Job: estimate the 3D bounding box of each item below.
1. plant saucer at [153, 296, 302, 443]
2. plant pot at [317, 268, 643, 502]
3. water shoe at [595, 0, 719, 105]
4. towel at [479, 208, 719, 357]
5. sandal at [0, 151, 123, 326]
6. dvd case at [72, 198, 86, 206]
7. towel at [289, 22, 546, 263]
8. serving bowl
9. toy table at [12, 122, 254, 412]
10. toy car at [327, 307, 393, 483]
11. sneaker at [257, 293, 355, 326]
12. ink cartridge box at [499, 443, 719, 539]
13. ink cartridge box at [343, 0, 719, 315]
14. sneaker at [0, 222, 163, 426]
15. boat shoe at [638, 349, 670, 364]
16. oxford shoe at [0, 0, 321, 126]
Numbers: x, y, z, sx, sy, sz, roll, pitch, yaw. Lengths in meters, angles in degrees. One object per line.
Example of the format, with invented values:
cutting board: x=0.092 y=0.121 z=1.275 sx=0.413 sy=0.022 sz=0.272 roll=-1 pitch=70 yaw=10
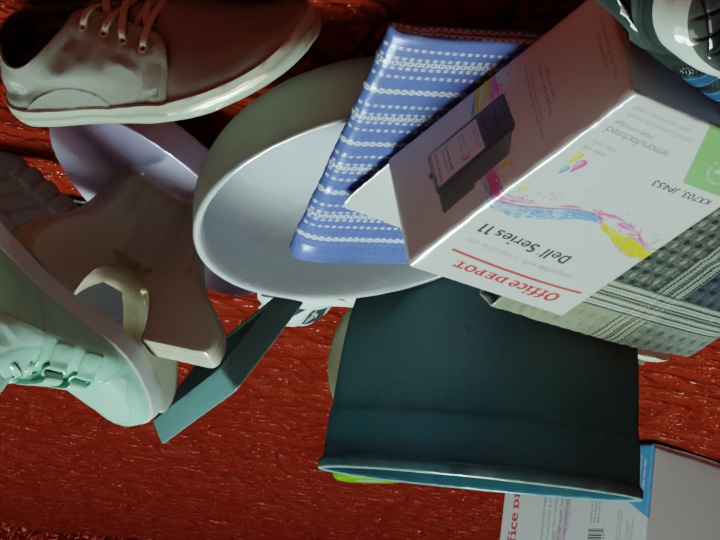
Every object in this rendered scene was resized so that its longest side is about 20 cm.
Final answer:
plant saucer: x=-0.088 y=0.062 z=1.383 sx=0.019 sy=0.070 sz=0.200 roll=39 pitch=159 yaw=-6
plant pot: x=0.082 y=0.038 z=1.358 sx=0.198 sy=0.190 sz=0.200 roll=6 pitch=172 yaw=1
water shoe: x=0.167 y=-0.113 z=0.998 sx=0.079 sy=0.072 sz=0.200 roll=32 pitch=-177 yaw=32
towel: x=0.190 y=-0.023 z=1.231 sx=0.199 sy=0.035 sz=0.192 roll=15 pitch=138 yaw=-44
sandal: x=-0.194 y=0.005 z=1.461 sx=0.082 sy=0.203 sz=0.050 roll=-27 pitch=160 yaw=-27
dvd case: x=-0.196 y=-0.026 z=1.647 sx=0.198 sy=0.016 sz=0.149 roll=9 pitch=167 yaw=-6
towel: x=0.052 y=-0.063 z=1.143 sx=0.143 sy=0.024 sz=0.200 roll=0 pitch=147 yaw=-19
serving bowl: x=0.002 y=-0.059 z=1.215 sx=0.198 sy=0.066 sz=0.201 roll=-9 pitch=152 yaw=-5
toy table: x=-0.138 y=-0.007 z=1.354 sx=0.183 sy=0.118 sz=0.200 roll=3 pitch=148 yaw=41
toy car: x=0.091 y=0.072 z=1.599 sx=0.199 sy=0.166 sz=0.157 roll=8 pitch=169 yaw=-33
sneaker: x=0.000 y=0.000 z=1.500 sx=0.128 sy=0.080 sz=0.199 roll=14 pitch=158 yaw=10
ink cartridge box: x=0.267 y=0.267 z=2.346 sx=0.199 sy=0.148 sz=0.145 roll=-5 pitch=163 yaw=45
ink cartridge box: x=0.096 y=-0.044 z=1.098 sx=0.116 sy=0.068 sz=0.200 roll=17 pitch=139 yaw=-38
sneaker: x=-0.202 y=0.062 z=1.267 sx=0.073 sy=0.119 sz=0.200 roll=-1 pitch=145 yaw=43
boat shoe: x=0.164 y=0.029 z=1.549 sx=0.060 sy=0.073 sz=0.201 roll=-4 pitch=167 yaw=24
oxford shoe: x=-0.110 y=-0.114 z=1.124 sx=0.199 sy=0.075 sz=0.058 roll=-3 pitch=127 yaw=34
